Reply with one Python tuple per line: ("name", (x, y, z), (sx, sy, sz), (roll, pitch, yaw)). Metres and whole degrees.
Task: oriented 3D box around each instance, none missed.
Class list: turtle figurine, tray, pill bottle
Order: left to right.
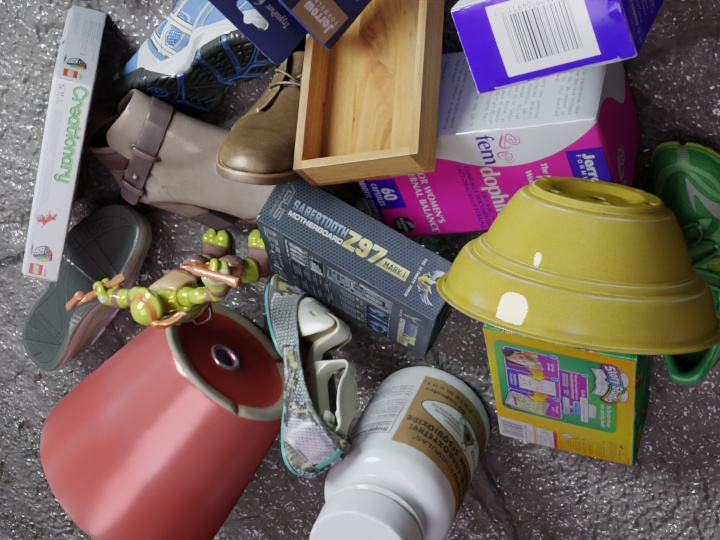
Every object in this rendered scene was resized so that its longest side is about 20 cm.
("turtle figurine", (-0.140, 0.013, 1.181), (0.199, 0.161, 0.065), (-11, 103, 37))
("tray", (0.010, -0.165, 1.020), (0.098, 0.202, 0.037), (-5, 157, 26))
("pill bottle", (0.033, 0.180, 1.186), (0.113, 0.200, 0.115), (10, 122, 17))

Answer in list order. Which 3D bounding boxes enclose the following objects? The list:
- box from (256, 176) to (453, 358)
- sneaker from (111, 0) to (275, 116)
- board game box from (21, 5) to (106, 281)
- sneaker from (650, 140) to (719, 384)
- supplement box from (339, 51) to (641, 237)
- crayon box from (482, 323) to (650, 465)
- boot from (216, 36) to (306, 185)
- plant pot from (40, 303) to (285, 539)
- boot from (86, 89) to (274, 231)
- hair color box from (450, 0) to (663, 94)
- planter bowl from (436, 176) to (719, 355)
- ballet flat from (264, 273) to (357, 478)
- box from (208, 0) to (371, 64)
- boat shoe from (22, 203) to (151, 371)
("box", (0.000, 0.000, 1.116), (0.157, 0.200, 0.051), (30, 81, 7))
("sneaker", (-0.133, -0.184, 1.140), (0.075, 0.078, 0.199), (18, 155, -42))
("board game box", (-0.254, -0.108, 1.191), (0.034, 0.127, 0.201), (10, 125, -12))
("sneaker", (0.256, -0.002, 1.058), (0.073, 0.084, 0.201), (0, 117, 23))
("supplement box", (0.100, -0.100, 1.047), (0.198, 0.104, 0.102), (-6, 134, 24))
("crayon box", (0.168, 0.080, 1.104), (0.118, 0.059, 0.200), (12, 152, 16))
("boot", (-0.059, -0.126, 1.052), (0.073, 0.200, 0.076), (13, 121, 9))
("plant pot", (-0.165, 0.135, 1.264), (0.200, 0.201, 0.178), (40, 116, -3))
("boot", (-0.134, -0.101, 1.155), (0.146, 0.071, 0.199), (35, 138, -26))
("hair color box", (0.143, -0.191, 0.927), (0.109, 0.200, 0.065), (-10, 116, 27))
("planter bowl", (0.155, -0.014, 0.944), (0.199, 0.200, 0.084), (12, 105, 16))
("ballet flat", (-0.036, 0.079, 1.183), (0.071, 0.202, 0.072), (-6, 144, -4))
("box", (-0.013, -0.238, 0.968), (0.200, 0.121, 0.032), (-49, 57, 3))
("boat shoe", (-0.250, 0.014, 1.305), (0.074, 0.065, 0.202), (45, 122, 17))
